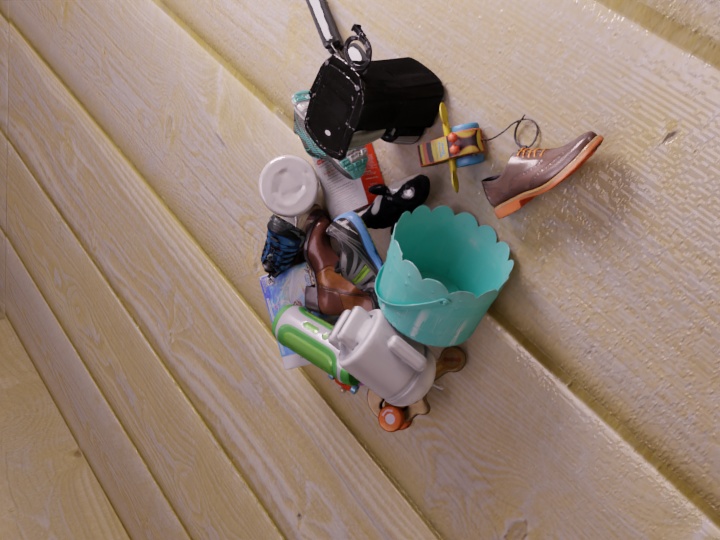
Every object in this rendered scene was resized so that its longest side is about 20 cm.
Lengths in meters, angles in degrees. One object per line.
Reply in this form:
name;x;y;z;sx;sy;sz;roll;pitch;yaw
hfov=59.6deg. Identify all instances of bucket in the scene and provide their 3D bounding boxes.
bucket;0.125;0.009;0.992;0.207;0.206;0.136;44;135;27

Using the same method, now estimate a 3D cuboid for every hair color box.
hair color box;-0.031;-0.209;1.178;0.110;0.064;0.203;-17;91;46

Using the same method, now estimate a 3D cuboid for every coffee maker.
coffee maker;0.036;-0.276;0.990;0.192;0.199;0.136;-38;77;47

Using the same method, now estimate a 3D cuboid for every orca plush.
orca plush;0.043;-0.094;1.085;0.198;0.105;0.072;-17;61;33

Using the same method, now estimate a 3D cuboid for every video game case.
video game case;-0.100;0.084;1.270;0.179;0.045;0.203;-17;89;28

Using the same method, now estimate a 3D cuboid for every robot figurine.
robot figurine;0.043;0.143;1.028;0.199;0.114;0.169;39;158;-14

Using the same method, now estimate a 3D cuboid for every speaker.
speaker;-0.073;0.137;1.176;0.199;0.088;0.090;26;120;32

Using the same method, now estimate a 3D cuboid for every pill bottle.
pill bottle;-0.135;-0.165;1.206;0.200;0.109;0.113;-118;21;-79

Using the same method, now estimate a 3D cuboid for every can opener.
can opener;-0.042;-0.424;1.144;0.066;0.053;0.202;-27;83;11

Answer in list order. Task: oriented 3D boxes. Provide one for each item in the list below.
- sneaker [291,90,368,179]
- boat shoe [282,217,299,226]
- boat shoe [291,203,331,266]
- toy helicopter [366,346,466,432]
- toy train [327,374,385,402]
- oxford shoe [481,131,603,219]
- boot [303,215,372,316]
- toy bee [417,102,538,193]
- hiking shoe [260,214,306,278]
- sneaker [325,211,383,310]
sneaker;-0.058;-0.227;1.118;0.201;0.077;0.092;55;148;22
boat shoe;-0.158;-0.057;1.351;0.072;0.065;0.202;33;123;35
boat shoe;-0.104;-0.034;1.304;0.072;0.072;0.202;38;120;32
toy helicopter;0.097;0.191;1.126;0.199;0.079;0.133;-34;71;11
toy train;0.028;0.224;1.253;0.198;0.056;0.151;28;147;20
oxford shoe;0.250;-0.147;0.895;0.199;0.071;0.073;-35;88;45
boot;-0.007;0.002;1.150;0.197;0.068;0.191;8;97;23
toy bee;0.150;-0.200;0.965;0.200;0.108;0.132;-36;74;45
hiking shoe;-0.150;-0.038;1.184;0.074;0.087;0.200;28;166;5
sneaker;0.000;0.000;1.087;0.082;0.071;0.202;-24;97;5
